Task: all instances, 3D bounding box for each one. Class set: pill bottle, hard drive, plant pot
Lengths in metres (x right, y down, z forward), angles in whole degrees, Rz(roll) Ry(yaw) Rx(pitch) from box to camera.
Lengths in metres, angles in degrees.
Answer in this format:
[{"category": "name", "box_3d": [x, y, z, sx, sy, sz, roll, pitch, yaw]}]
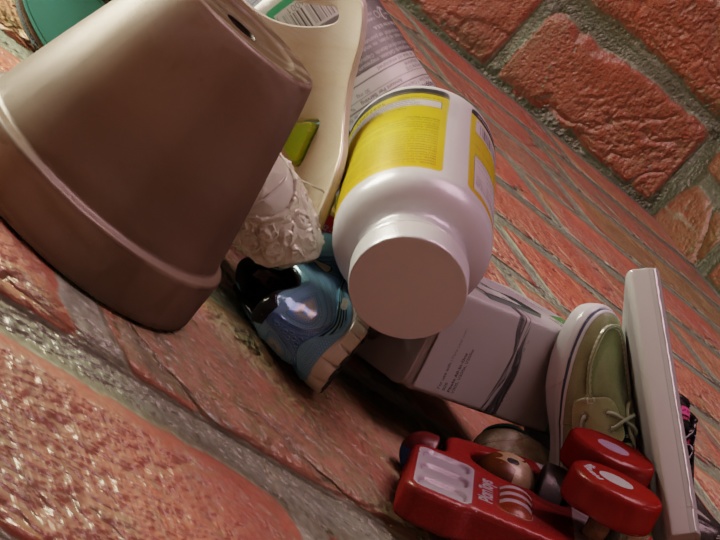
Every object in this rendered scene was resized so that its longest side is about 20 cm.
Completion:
[{"category": "pill bottle", "box_3d": [0.038, -0.040, 1.451, 0.112, 0.112, 0.200, 40, 26, -17]}, {"category": "hard drive", "box_3d": [0.217, 0.116, 1.507, 0.132, 0.026, 0.201, 78, 6, -65]}, {"category": "plant pot", "box_3d": [-0.128, -0.091, 1.298, 0.200, 0.174, 0.200, 42, 12, -11]}, {"category": "pill bottle", "box_3d": [-0.001, -0.135, 1.625, 0.200, 0.113, 0.113, 57, 13, 4]}]

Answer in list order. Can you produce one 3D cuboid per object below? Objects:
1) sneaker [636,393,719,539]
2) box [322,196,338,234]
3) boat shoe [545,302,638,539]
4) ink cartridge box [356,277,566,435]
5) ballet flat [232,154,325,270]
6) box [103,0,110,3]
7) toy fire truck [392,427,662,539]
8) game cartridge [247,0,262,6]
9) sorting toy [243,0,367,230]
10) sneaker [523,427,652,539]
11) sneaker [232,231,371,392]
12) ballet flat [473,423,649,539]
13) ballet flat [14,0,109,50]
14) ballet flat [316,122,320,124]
[{"category": "sneaker", "box_3d": [0.225, 0.136, 1.599, 0.077, 0.084, 0.200, 16, 37, -51]}, {"category": "box", "box_3d": [0.000, 0.000, 1.657, 0.200, 0.075, 0.050, 34, 15, -43]}, {"category": "boat shoe", "box_3d": [0.178, 0.125, 1.536, 0.072, 0.201, 0.062, 8, -4, -42]}, {"category": "ink cartridge box", "box_3d": [0.078, 0.049, 1.584, 0.200, 0.084, 0.146, 21, 8, -43]}, {"category": "ballet flat", "box_3d": [-0.095, -0.087, 1.405, 0.200, 0.072, 0.072, 53, 13, 7]}, {"category": "box", "box_3d": [-0.183, -0.221, 1.617, 0.161, 0.049, 0.200, 42, -26, -1]}, {"category": "toy fire truck", "box_3d": [0.104, 0.158, 1.406, 0.167, 0.113, 0.200, 25, 11, -1]}, {"category": "game cartridge", "box_3d": [-0.084, -0.142, 1.719, 0.200, 0.133, 0.042, 48, 19, 1]}, {"category": "sorting toy", "box_3d": [-0.084, -0.139, 1.492, 0.199, 0.181, 0.107, 25, 1, 1]}, {"category": "sneaker", "box_3d": [0.209, 0.175, 1.773, 0.108, 0.067, 0.202, 38, 16, -30]}, {"category": "sneaker", "box_3d": [-0.044, 0.007, 1.476, 0.090, 0.078, 0.200, 36, 12, -15]}, {"category": "ballet flat", "box_3d": [0.154, 0.186, 1.599, 0.200, 0.067, 0.063, 32, 44, -33]}, {"category": "ballet flat", "box_3d": [-0.192, -0.152, 1.599, 0.200, 0.074, 0.074, 47, 12, 8]}, {"category": "ballet flat", "box_3d": [-0.096, -0.088, 1.621, 0.067, 0.071, 0.200, 16, -11, -28]}]
